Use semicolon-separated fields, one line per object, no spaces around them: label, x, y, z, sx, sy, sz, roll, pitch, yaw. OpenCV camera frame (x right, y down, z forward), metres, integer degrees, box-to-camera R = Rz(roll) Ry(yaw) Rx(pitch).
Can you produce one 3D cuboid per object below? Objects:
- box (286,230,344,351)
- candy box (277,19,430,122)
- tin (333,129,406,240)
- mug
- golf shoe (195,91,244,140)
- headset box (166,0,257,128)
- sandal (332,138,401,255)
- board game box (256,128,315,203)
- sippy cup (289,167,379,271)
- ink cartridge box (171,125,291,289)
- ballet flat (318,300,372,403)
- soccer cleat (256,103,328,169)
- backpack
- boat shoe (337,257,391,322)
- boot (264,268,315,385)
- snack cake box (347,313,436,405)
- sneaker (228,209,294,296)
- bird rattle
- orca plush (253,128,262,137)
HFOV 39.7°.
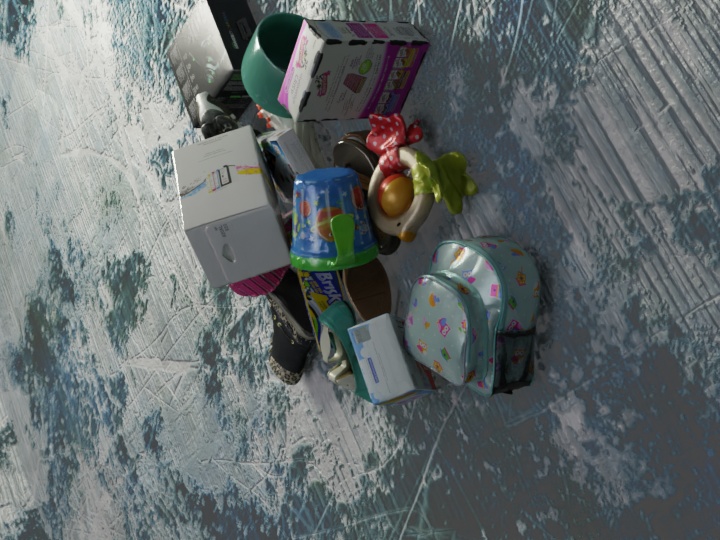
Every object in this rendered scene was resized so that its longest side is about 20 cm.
box;-0.065;0.028;1.644;0.070;0.064;0.202;-116;12;-61
candy box;-0.009;-0.292;1.460;0.061;0.199;0.137;51;133;32
tin;0.021;-0.136;1.588;0.201;0.042;0.112;58;133;27
mug;-0.112;-0.312;1.628;0.115;0.151;0.186;-51;59;48
golf shoe;-0.247;-0.260;1.817;0.095;0.077;0.200;63;178;18
headset box;-0.261;-0.391;1.850;0.200;0.092;0.175;-43;64;47
sandal;0.001;-0.115;1.545;0.082;0.054;0.202;-33;72;49
board game box;-0.122;-0.173;1.677;0.127;0.034;0.200;60;166;-15
sippy cup;-0.045;-0.081;1.480;0.177;0.139;0.132;9;112;41
ink cartridge box;-0.209;-0.103;1.631;0.148;0.143;0.201;71;-179;-49
ballet flat;-0.028;0.143;1.631;0.067;0.070;0.202;30;142;54
soccer cleat;-0.098;-0.231;1.702;0.201;0.077;0.069;54;166;9
backpack;0.154;0.054;1.368;0.175;0.152;0.202;29;113;51
boat shoe;0.000;0.000;1.629;0.065;0.071;0.202;85;165;-71
boot;-0.147;0.094;1.824;0.204;0.073;0.155;52;137;34
snack cake box;0.051;0.135;1.480;0.067;0.200;0.116;-22;78;10
sneaker;-0.151;-0.032;1.760;0.200;0.081;0.088;-39;19;11
bird rattle;0.059;-0.135;1.455;0.200;0.112;0.164;38;108;37
orca plush;-0.187;-0.160;1.825;0.071;0.105;0.201;25;118;11
